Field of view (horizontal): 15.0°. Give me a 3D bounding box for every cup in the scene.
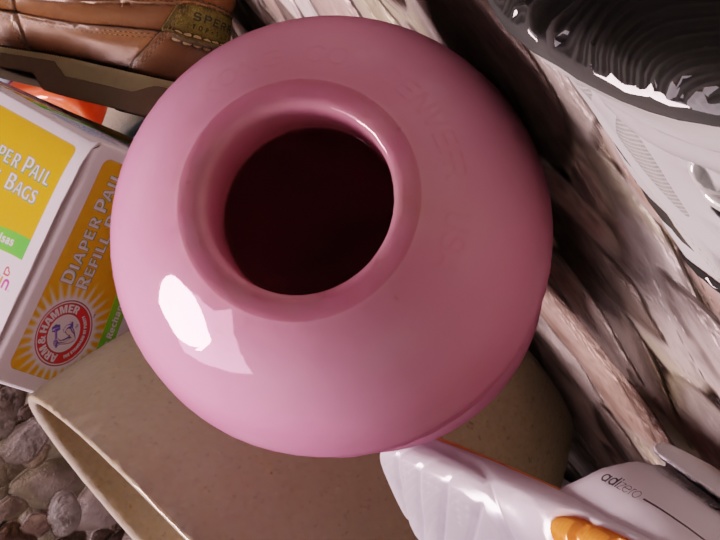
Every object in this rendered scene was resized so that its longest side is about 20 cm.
[{"bbox_3d":[-0.005,0.073,1.020,0.200,0.143,0.200,45,169,11],"label":"cup"}]

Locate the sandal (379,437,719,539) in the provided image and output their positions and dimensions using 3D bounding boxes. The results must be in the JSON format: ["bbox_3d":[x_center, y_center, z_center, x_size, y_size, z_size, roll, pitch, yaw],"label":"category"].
[{"bbox_3d":[0.086,0.081,0.810,0.207,0.059,0.079,27,150,46],"label":"sandal"}]

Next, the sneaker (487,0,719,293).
[{"bbox_3d":[0.068,-0.036,0.400,0.115,0.076,0.201,48,-175,-25],"label":"sneaker"}]

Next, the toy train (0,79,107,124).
[{"bbox_3d":[-0.150,-0.109,1.228,0.200,0.150,0.056,66,-149,-45],"label":"toy train"}]

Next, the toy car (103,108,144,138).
[{"bbox_3d":[-0.168,-0.062,1.535,0.184,0.177,0.200,43,-177,14],"label":"toy car"}]

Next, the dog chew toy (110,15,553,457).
[{"bbox_3d":[0.000,0.000,0.811,0.125,0.124,0.200,53,-179,15],"label":"dog chew toy"}]

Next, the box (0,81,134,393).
[{"bbox_3d":[-0.096,0.002,1.128,0.112,0.101,0.200,28,-177,40],"label":"box"}]

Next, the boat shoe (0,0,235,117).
[{"bbox_3d":[-0.135,-0.111,1.127,0.200,0.068,0.072,16,-178,25],"label":"boat shoe"}]

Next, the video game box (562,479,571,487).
[{"bbox_3d":[0.126,0.177,1.104,0.200,0.047,0.182,56,171,-12],"label":"video game box"}]
